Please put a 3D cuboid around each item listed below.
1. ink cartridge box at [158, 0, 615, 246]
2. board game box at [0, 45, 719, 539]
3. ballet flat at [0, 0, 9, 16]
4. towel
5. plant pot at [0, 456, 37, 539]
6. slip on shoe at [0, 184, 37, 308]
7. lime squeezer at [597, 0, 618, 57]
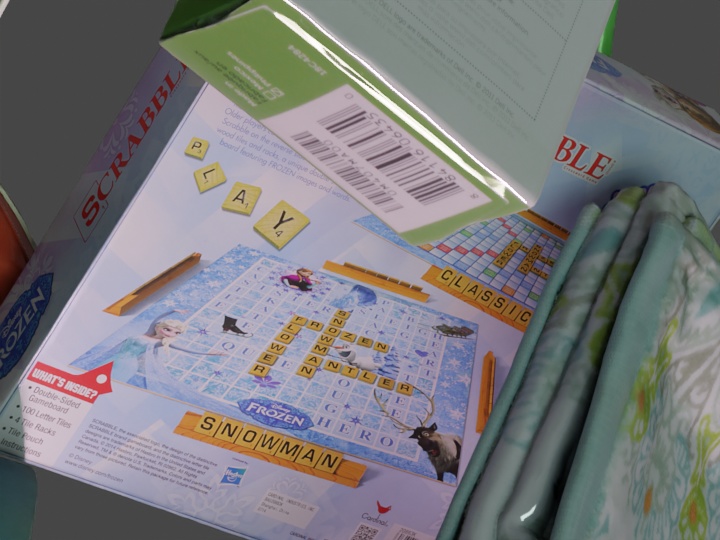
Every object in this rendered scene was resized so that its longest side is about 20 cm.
[{"bbox_3d":[0.030,-0.120,0.796,0.104,0.059,0.201,38,59,-25],"label":"ink cartridge box"},{"bbox_3d":[0.000,0.000,0.890,0.199,0.041,0.200,23,111,-33],"label":"board game box"},{"bbox_3d":[-0.144,-0.057,0.790,0.069,0.069,0.201,28,90,-25],"label":"ballet flat"},{"bbox_3d":[0.086,0.095,0.873,0.201,0.048,0.171,-65,144,-23],"label":"towel"},{"bbox_3d":[-0.213,0.119,0.821,0.160,0.201,0.202,26,97,-13],"label":"plant pot"},{"bbox_3d":[-0.165,-0.034,0.857,0.074,0.061,0.201,-37,116,-7],"label":"slip on shoe"},{"bbox_3d":[0.100,-0.012,0.970,0.070,0.038,0.201,-25,112,-10],"label":"lime squeezer"}]
